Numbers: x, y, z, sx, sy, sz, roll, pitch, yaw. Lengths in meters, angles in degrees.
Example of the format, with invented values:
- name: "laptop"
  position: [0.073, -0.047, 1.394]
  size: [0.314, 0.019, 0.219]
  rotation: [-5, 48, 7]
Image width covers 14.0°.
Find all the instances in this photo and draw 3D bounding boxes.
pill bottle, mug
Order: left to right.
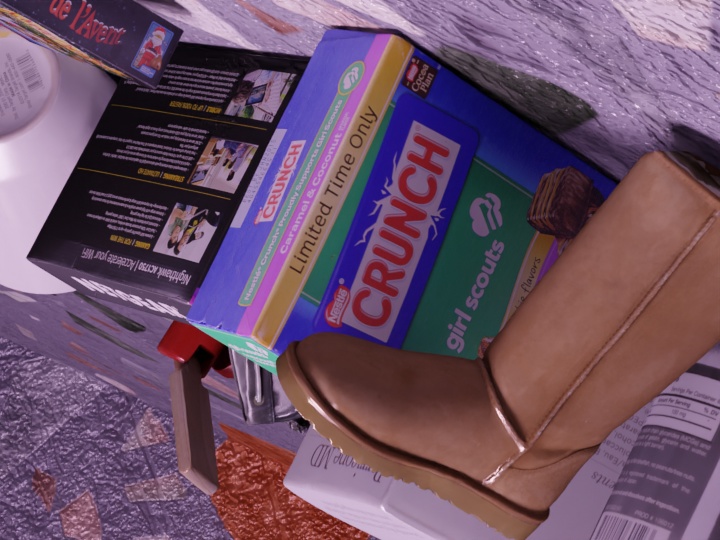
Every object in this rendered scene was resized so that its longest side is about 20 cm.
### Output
- name: "mug"
  position: [-0.225, -0.088, 1.848]
  size: [0.186, 0.150, 0.153]
  rotation: [17, 161, 17]
- name: "pill bottle"
  position: [0.197, 0.104, 1.507]
  size: [0.116, 0.200, 0.116]
  rotation: [26, 171, 5]

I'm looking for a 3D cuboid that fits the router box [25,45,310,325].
- name: "router box"
  position: [-0.094, -0.049, 1.644]
  size: [0.051, 0.149, 0.200]
  rotation: [33, 170, -31]

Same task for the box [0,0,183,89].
- name: "box"
  position: [-0.210, -0.167, 1.584]
  size: [0.200, 0.038, 0.136]
  rotation: [29, 177, -40]

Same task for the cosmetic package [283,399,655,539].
- name: "cosmetic package"
  position: [0.090, 0.074, 1.650]
  size: [0.165, 0.200, 0.165]
  rotation: [29, 170, -18]

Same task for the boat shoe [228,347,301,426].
- name: "boat shoe"
  position: [-0.071, 0.007, 1.826]
  size: [0.072, 0.071, 0.201]
  rotation: [-145, 37, -73]

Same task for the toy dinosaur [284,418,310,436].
- name: "toy dinosaur"
  position: [-0.005, 0.075, 1.951]
  size: [0.047, 0.200, 0.088]
  rotation: [41, -141, 23]

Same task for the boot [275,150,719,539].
- name: "boot"
  position: [0.082, 0.017, 1.373]
  size: [0.175, 0.200, 0.066]
  rotation: [28, -157, -32]

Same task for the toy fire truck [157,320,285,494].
- name: "toy fire truck"
  position: [-0.063, 0.070, 2.029]
  size: [0.176, 0.200, 0.129]
  rotation: [38, 167, -26]

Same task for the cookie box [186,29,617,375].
- name: "cookie box"
  position: [0.037, 0.000, 1.481]
  size: [0.200, 0.172, 0.075]
  rotation: [31, 168, -29]
